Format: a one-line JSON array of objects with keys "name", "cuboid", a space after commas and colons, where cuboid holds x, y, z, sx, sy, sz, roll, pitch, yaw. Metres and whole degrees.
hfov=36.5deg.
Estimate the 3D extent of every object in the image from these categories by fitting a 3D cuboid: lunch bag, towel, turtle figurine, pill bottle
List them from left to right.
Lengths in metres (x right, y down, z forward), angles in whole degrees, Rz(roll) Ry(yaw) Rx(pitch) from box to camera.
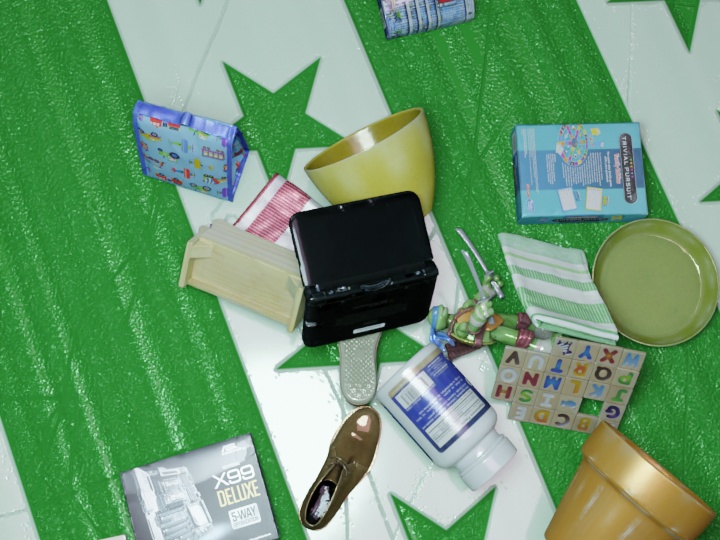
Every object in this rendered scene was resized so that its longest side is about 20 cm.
[{"name": "lunch bag", "cuboid": [-0.253, -0.189, 1.617, 0.149, 0.200, 0.095, 17, 78, 1]}, {"name": "towel", "cuboid": [-0.096, -0.040, 1.684, 0.200, 0.023, 0.144, 38, 78, 6]}, {"name": "pill bottle", "cuboid": [0.128, 0.216, 1.588, 0.120, 0.120, 0.200, -41, 83, -10]}, {"name": "turtle figurine", "cuboid": [0.209, 0.048, 1.617, 0.193, 0.144, 0.201, 19, 81, -2]}, {"name": "towel", "cuboid": [0.292, 0.023, 1.611, 0.151, 0.023, 0.201, 12, 38, -18]}]

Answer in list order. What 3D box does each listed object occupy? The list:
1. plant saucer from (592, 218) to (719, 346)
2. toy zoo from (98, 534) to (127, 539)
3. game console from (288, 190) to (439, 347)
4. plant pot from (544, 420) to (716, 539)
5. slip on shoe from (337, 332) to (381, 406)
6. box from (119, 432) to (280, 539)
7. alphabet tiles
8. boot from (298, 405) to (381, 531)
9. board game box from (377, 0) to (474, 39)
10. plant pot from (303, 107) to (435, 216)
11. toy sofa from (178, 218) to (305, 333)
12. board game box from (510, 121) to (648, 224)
[{"name": "plant saucer", "cuboid": [0.454, 0.020, 1.691, 0.198, 0.031, 0.202, 1, 77, -2]}, {"name": "toy zoo", "cuboid": [-0.382, 0.491, 1.555, 0.130, 0.020, 0.202, -10, 78, -5]}, {"name": "game console", "cuboid": [0.000, 0.000, 1.573, 0.199, 0.177, 0.117, -12, 52, -17]}, {"name": "plant pot", "cuboid": [0.365, 0.348, 1.544, 0.200, 0.200, 0.184, 39, 94, 6]}, {"name": "slip on shoe", "cuboid": [-0.002, 0.111, 1.637, 0.073, 0.061, 0.201, 4, 64, -4]}, {"name": "box", "cuboid": [-0.231, 0.340, 1.580, 0.198, 0.050, 0.159, -16, 79, -6]}, {"name": "alphabet tiles", "cuboid": [0.299, 0.167, 1.602, 0.198, 0.168, 0.008, 10, 35, -1]}, {"name": "boot", "cuboid": [-0.025, 0.288, 1.589, 0.073, 0.076, 0.201, 28, 77, 5]}, {"name": "board game box", "cuboid": [0.116, -0.493, 1.748, 0.198, 0.062, 0.202, -14, 94, -5]}, {"name": "plant pot", "cuboid": [0.034, -0.136, 1.641, 0.199, 0.200, 0.143, -30, 105, -8]}, {"name": "toy sofa", "cuboid": [-0.162, 0.006, 1.632, 0.199, 0.098, 0.083, 22, 120, 8]}, {"name": "board game box", "cuboid": [0.342, -0.152, 1.715, 0.198, 0.047, 0.152, -1, 78, -3]}]
